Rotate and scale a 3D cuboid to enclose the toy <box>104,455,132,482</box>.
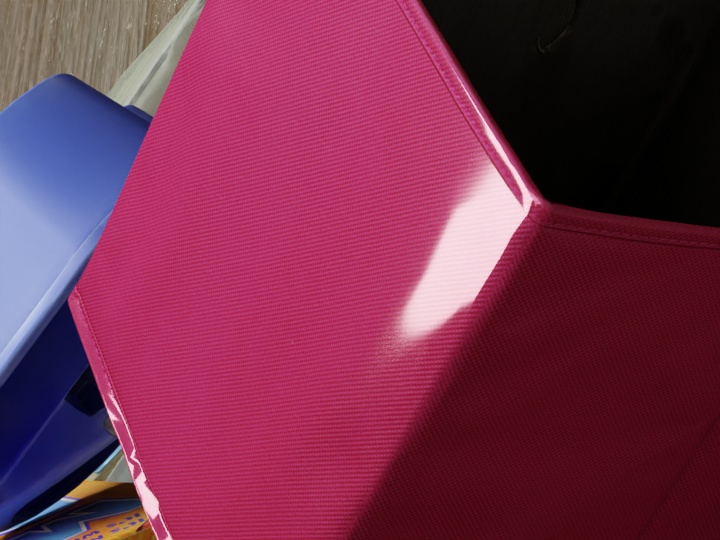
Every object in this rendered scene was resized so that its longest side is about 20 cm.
[{"bbox_3d":[-0.074,0.122,1.255,0.200,0.115,0.047,-51,16,50],"label":"toy"}]

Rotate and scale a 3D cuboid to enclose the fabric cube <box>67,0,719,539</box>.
[{"bbox_3d":[0.054,0.005,0.792,0.199,0.200,0.196,-63,37,31],"label":"fabric cube"}]

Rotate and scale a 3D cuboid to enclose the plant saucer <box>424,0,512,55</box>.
[{"bbox_3d":[0.059,-0.095,0.916,0.037,0.200,0.200,53,138,16],"label":"plant saucer"}]

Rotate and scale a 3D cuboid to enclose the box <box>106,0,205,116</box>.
[{"bbox_3d":[-0.085,-0.061,1.382,0.128,0.109,0.200,-58,11,-26],"label":"box"}]

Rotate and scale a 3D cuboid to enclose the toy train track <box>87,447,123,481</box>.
[{"bbox_3d":[-0.085,0.070,1.347,0.200,0.033,0.115,-45,-14,-2],"label":"toy train track"}]

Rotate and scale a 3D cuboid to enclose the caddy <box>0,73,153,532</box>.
[{"bbox_3d":[-0.117,0.018,1.072,0.200,0.105,0.141,-53,-21,6],"label":"caddy"}]

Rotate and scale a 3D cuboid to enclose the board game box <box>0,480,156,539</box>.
[{"bbox_3d":[-0.145,0.216,1.086,0.200,0.200,0.200,-7,102,62],"label":"board game box"}]
